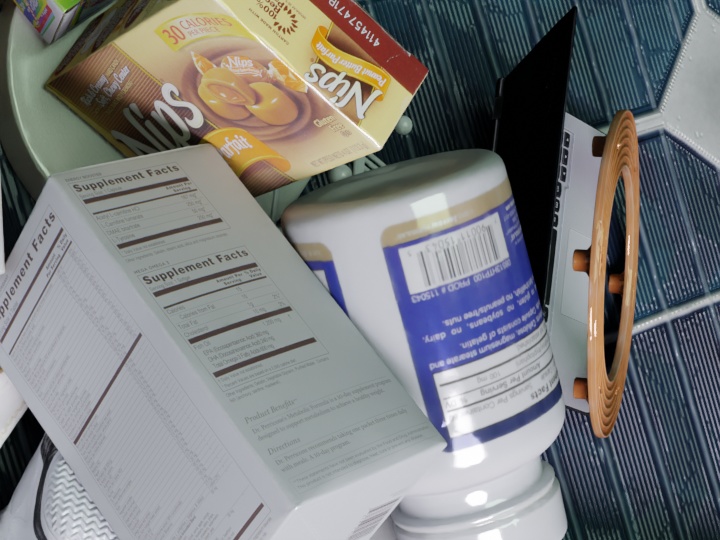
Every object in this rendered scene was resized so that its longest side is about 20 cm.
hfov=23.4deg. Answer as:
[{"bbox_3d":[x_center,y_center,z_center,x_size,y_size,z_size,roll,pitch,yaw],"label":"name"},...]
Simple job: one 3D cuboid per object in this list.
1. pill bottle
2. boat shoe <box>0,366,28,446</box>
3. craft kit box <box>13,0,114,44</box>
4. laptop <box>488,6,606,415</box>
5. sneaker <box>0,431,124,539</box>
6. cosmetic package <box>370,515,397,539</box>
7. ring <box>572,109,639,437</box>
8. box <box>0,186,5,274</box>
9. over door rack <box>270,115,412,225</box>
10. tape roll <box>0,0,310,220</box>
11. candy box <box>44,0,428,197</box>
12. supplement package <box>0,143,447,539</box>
[{"bbox_3d":[0.040,0.049,0.897,0.119,0.119,0.202,-21,103,-30],"label":"pill bottle"},{"bbox_3d":[-0.219,0.121,0.883,0.069,0.071,0.200,46,73,-17],"label":"boat shoe"},{"bbox_3d":[-0.156,-0.256,0.956,0.197,0.048,0.200,-39,89,-31],"label":"craft kit box"},{"bbox_3d":[0.131,-0.026,1.044,0.199,0.115,0.189,22,71,-44],"label":"laptop"},{"bbox_3d":[-0.148,0.100,0.922,0.075,0.115,0.201,28,35,-18],"label":"sneaker"},{"bbox_3d":[-0.019,0.174,0.969,0.200,0.107,0.091,40,66,-22],"label":"cosmetic package"},{"bbox_3d":[0.151,0.002,1.071,0.019,0.200,0.202,4,78,15],"label":"ring"},{"bbox_3d":[-0.244,-0.090,0.860,0.097,0.124,0.202,0,84,-30],"label":"box"},{"bbox_3d":[0.000,0.000,0.996,0.147,0.066,0.202,34,65,-47],"label":"over door rack"},{"bbox_3d":[-0.111,-0.106,0.992,0.201,0.037,0.205,4,82,-29],"label":"tape roll"},{"bbox_3d":[-0.068,-0.096,0.877,0.115,0.199,0.056,42,65,-19],"label":"candy box"},{"bbox_3d":[-0.076,0.053,0.836,0.109,0.114,0.200,-16,61,-48],"label":"supplement package"}]
